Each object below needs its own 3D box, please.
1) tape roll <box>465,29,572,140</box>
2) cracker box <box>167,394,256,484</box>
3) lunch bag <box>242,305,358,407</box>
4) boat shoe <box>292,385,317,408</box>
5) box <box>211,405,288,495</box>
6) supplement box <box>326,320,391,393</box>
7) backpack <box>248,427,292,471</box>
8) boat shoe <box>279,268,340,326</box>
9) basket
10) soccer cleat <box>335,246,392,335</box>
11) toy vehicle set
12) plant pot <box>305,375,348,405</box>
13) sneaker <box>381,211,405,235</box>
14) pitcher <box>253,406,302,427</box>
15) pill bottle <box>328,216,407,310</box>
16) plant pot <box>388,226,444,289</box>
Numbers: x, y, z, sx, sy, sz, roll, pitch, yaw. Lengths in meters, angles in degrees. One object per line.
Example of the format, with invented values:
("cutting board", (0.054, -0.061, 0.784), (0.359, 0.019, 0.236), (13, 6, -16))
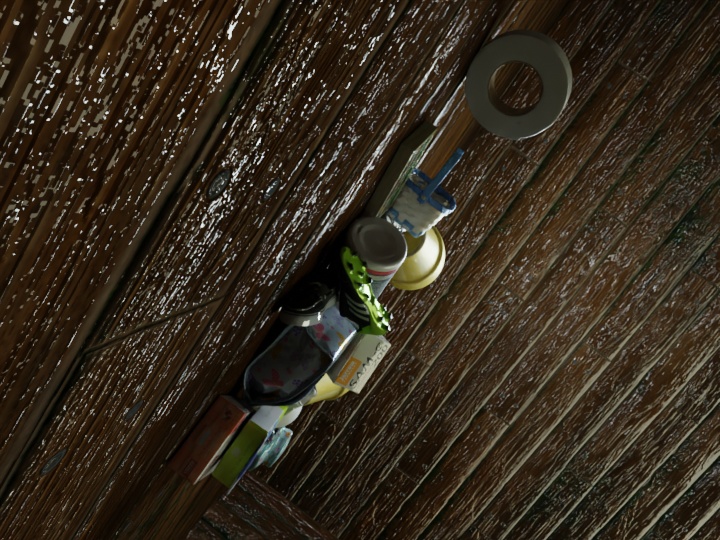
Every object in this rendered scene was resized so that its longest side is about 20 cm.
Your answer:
("tape roll", (0.304, -0.357, 0.987), (0.037, 0.203, 0.203), (-51, 175, -41))
("cracker box", (-0.255, 0.295, 0.908), (0.134, 0.058, 0.200), (-54, 175, -15))
("lunch bag", (-0.118, 0.165, 0.967), (0.200, 0.127, 0.170), (-41, 180, 20))
("boat shoe", (-0.119, 0.223, 1.104), (0.068, 0.072, 0.200), (-23, -170, 3))
("box", (-0.197, 0.308, 0.932), (0.122, 0.048, 0.200), (-56, 178, 5))
("supplement box", (-0.035, 0.154, 1.097), (0.126, 0.073, 0.200), (-56, -149, 4))
("backpack", (-0.334, 0.585, 1.729), (0.200, 0.153, 0.176), (-45, 177, -28))
("boat shoe", (-0.082, 0.041, 0.857), (0.200, 0.068, 0.057), (-41, 139, -72))
("basket", (0.154, -0.181, 1.113), (0.200, 0.139, 0.176), (-47, 179, 20))
("soccer cleat", (-0.011, 0.045, 0.896), (0.081, 0.200, 0.068), (-9, -142, 25))
("toy vehicle set", (0.069, -0.178, 0.966), (0.124, 0.026, 0.200), (-51, 174, -46))
("plant pot", (-0.136, 0.303, 1.496), (0.189, 0.201, 0.201), (-21, 149, -56))
("sneaker", (0.073, -0.111, 1.202), (0.074, 0.080, 0.200), (-55, 175, 31))
("pitcher", (-0.208, 0.330, 1.183), (0.200, 0.121, 0.172), (132, -26, -65))
("pill bottle", (0.000, 0.000, 0.992), (0.120, 0.119, 0.200), (-51, 174, -40))
("plant pot", (0.122, -0.065, 1.378), (0.201, 0.201, 0.189), (-54, 160, -4))
